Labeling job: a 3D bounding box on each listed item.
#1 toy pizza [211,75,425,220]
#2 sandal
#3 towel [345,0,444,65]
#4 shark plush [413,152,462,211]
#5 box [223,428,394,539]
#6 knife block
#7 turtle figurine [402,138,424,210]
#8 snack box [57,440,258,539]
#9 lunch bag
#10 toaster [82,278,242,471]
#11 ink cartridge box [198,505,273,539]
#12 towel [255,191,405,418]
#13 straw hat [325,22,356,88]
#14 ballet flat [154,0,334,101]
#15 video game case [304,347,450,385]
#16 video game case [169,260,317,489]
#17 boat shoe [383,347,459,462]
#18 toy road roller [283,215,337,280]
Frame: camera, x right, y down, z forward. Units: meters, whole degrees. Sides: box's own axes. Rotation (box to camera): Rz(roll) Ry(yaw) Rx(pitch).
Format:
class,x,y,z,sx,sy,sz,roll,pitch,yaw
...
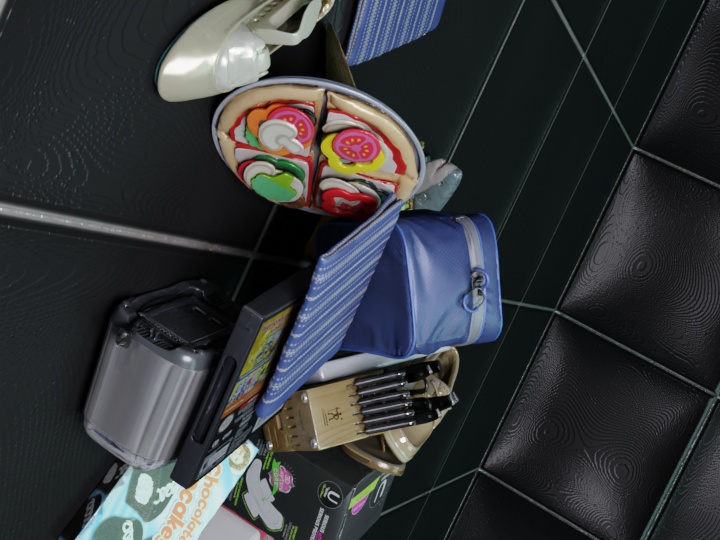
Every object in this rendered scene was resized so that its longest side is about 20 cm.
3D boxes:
class,x,y,z,sx,sy,sz,roll,pitch,yaw
toy pizza,-0.040,-0.099,0.954,0.201,0.196,0.032,81,19,-59
sandal,0.014,0.169,1.268,0.201,0.079,0.055,-99,-154,-62
towel,0.049,-0.311,1.155,0.199,0.024,0.147,-36,148,-50
shark plush,0.078,-0.064,1.463,0.091,0.082,0.203,-27,139,-59
box,-0.071,0.234,1.290,0.148,0.198,0.126,-26,140,-58
knife block,0.001,0.146,1.159,0.173,0.065,0.199,-10,175,-30
turtle figurine,0.044,-0.089,1.314,0.063,0.200,0.164,-14,119,-12
snack box,-0.203,0.229,1.098,0.116,0.037,0.201,48,64,-29
lunch bag,0.057,0.009,1.067,0.130,0.199,0.139,-8,98,-33
toaster,-0.173,0.096,0.982,0.131,0.112,0.200,-66,164,17
ink cartridge box,-0.197,0.390,1.341,0.200,0.083,0.147,-42,152,-48
towel,-0.031,0.032,0.966,0.145,0.024,0.202,-42,161,-50
straw hat,-0.037,-0.135,1.058,0.084,0.204,0.202,-18,154,0
ballet flat,-0.088,-0.198,0.894,0.200,0.069,0.070,-48,156,-35
video game case,-0.022,0.111,1.252,0.197,0.180,0.024,-9,85,-40
video game case,-0.089,0.086,0.982,0.183,0.025,0.200,-64,167,22
boat shoe,0.074,0.147,1.247,0.064,0.073,0.200,-27,-166,25
toy road roller,0.000,0.000,1.218,0.203,0.144,0.123,-64,180,-3
